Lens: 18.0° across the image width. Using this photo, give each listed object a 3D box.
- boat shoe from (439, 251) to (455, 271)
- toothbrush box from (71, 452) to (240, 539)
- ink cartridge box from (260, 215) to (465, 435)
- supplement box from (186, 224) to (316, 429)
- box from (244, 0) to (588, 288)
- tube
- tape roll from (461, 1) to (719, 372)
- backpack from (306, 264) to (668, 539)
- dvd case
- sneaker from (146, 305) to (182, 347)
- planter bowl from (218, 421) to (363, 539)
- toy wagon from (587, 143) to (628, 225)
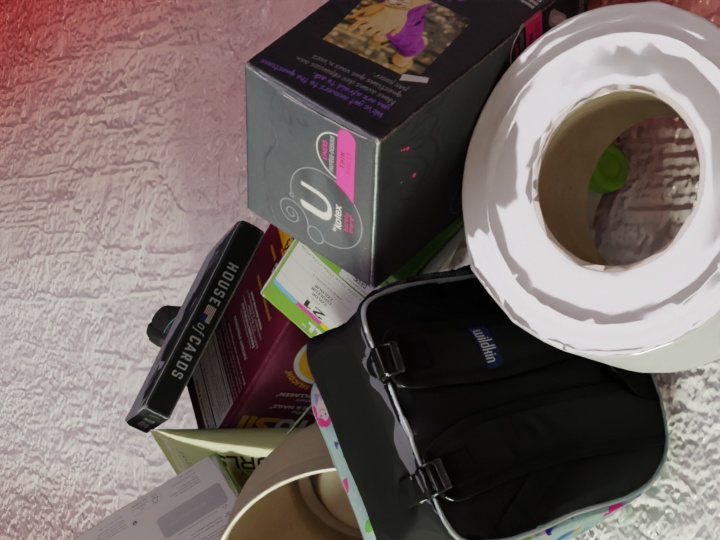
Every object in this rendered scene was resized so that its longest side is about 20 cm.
[{"bbox_3d":[0.025,-0.092,1.629,0.074,0.063,0.203,-40,54,49],"label":"boat shoe"},{"bbox_3d":[-0.117,0.253,1.662,0.086,0.145,0.201,54,172,46],"label":"toothbrush box"},{"bbox_3d":[0.000,0.000,1.486,0.076,0.148,0.200,41,140,4],"label":"ink cartridge box"},{"bbox_3d":[-0.040,0.052,1.677,0.200,0.110,0.086,-58,38,41],"label":"supplement box"},{"bbox_3d":[0.034,-0.106,1.348,0.106,0.200,0.123,32,144,26],"label":"box"},{"bbox_3d":[-0.054,0.141,1.648,0.198,0.052,0.059,-2,93,26],"label":"tube"},{"bbox_3d":[0.158,-0.045,1.278,0.201,0.071,0.204,-6,78,30],"label":"tape roll"},{"bbox_3d":[0.079,0.090,1.365,0.151,0.199,0.179,-45,64,56],"label":"backpack"},{"bbox_3d":[-0.125,0.045,1.672,0.151,0.025,0.200,-64,5,-10],"label":"dvd case"},{"bbox_3d":[-0.108,0.048,1.865,0.200,0.075,0.080,17,84,58],"label":"sneaker"},{"bbox_3d":[0.006,0.174,1.524,0.135,0.199,0.201,-83,13,-59],"label":"planter bowl"},{"bbox_3d":[0.115,-0.061,1.480,0.155,0.039,0.202,-24,66,59],"label":"toy wagon"}]
